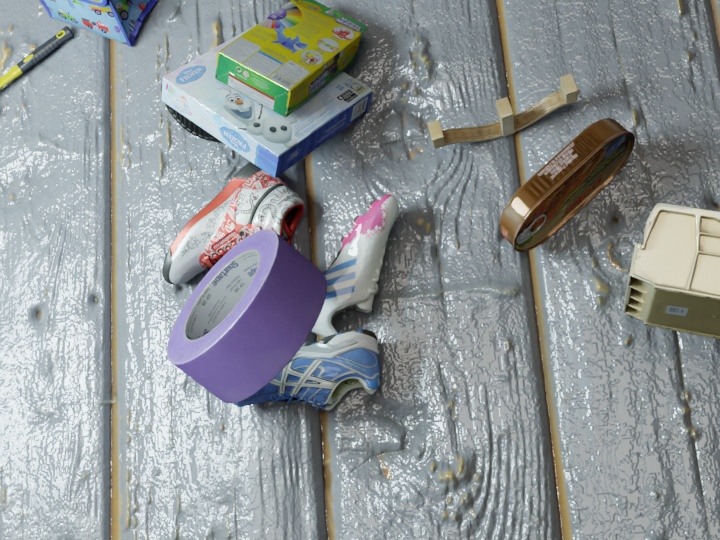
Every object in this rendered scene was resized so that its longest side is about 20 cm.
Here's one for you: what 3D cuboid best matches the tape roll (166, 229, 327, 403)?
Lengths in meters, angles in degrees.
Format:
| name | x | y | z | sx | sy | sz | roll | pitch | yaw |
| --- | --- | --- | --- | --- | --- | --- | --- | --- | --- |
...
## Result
| name | x | y | z | sx | sy | sz | roll | pitch | yaw |
| --- | --- | --- | --- | --- | --- | --- | --- | --- | --- |
| tape roll | -0.138 | 0.054 | 1.280 | 0.085 | 0.200 | 0.200 | 41 | 84 | -24 |

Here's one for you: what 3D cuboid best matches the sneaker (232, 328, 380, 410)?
| name | x | y | z | sx | sy | sz | roll | pitch | yaw |
| --- | --- | --- | --- | --- | --- | --- | --- | --- | --- |
| sneaker | -0.069 | 0.135 | 1.308 | 0.198 | 0.076 | 0.078 | -18 | 67 | 7 |

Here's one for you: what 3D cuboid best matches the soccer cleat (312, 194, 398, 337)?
| name | x | y | z | sx | sy | sz | roll | pitch | yaw |
| --- | --- | --- | --- | --- | --- | --- | --- | --- | --- |
| soccer cleat | 0.000 | 0.000 | 1.345 | 0.086 | 0.070 | 0.201 | 38 | 89 | 9 |

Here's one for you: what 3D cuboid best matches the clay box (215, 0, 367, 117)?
| name | x | y | z | sx | sy | sz | roll | pitch | yaw |
| --- | --- | --- | --- | --- | --- | --- | --- | --- | --- |
| clay box | -0.086 | -0.286 | 1.390 | 0.114 | 0.048 | 0.200 | 30 | 46 | 15 |

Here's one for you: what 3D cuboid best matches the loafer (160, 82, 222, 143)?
| name | x | y | z | sx | sy | sz | roll | pitch | yaw |
| --- | --- | --- | --- | --- | --- | --- | --- | --- | --- |
| loafer | -0.179 | -0.214 | 1.445 | 0.199 | 0.073 | 0.072 | 27 | 61 | 10 |

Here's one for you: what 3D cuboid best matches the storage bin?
| name | x | y | z | sx | sy | sz | roll | pitch | yaw |
| --- | --- | --- | --- | --- | --- | --- | --- | --- | --- |
| storage bin | 0.402 | 0.010 | 1.184 | 0.197 | 0.200 | 0.095 | 11 | 78 | 14 |

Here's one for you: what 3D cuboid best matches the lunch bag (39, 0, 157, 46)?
| name | x | y | z | sx | sy | sz | roll | pitch | yaw |
| --- | --- | --- | --- | --- | --- | --- | --- | --- | --- |
| lunch bag | -0.395 | -0.417 | 1.471 | 0.150 | 0.200 | 0.095 | 22 | 79 | 17 |

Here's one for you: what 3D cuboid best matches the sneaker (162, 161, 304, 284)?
| name | x | y | z | sx | sy | sz | roll | pitch | yaw |
| --- | --- | --- | --- | --- | --- | --- | --- | --- | --- |
| sneaker | -0.162 | -0.040 | 1.384 | 0.108 | 0.067 | 0.202 | 38 | 82 | 21 |

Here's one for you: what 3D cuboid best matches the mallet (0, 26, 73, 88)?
| name | x | y | z | sx | sy | sz | roll | pitch | yaw |
| --- | --- | --- | --- | --- | --- | --- | --- | --- | --- |
| mallet | -0.497 | -0.282 | 1.542 | 0.199 | 0.041 | 0.066 | -32 | 69 | -3 |

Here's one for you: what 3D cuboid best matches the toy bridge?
| name | x | y | z | sx | sy | sz | roll | pitch | yaw |
| --- | --- | --- | --- | --- | --- | --- | --- | --- | --- |
| toy bridge | 0.186 | -0.196 | 1.358 | 0.198 | 0.067 | 0.027 | -18 | 71 | 4 |

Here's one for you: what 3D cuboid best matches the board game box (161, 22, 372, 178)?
| name | x | y | z | sx | sy | sz | roll | pitch | yaw |
| --- | --- | --- | --- | --- | --- | --- | --- | --- | --- |
| board game box | -0.121 | -0.230 | 1.391 | 0.198 | 0.044 | 0.200 | 35 | 50 | 18 |

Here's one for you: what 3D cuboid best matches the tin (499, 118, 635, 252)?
| name | x | y | z | sx | sy | sz | roll | pitch | yaw |
| --- | --- | --- | --- | --- | --- | --- | --- | --- | --- |
| tin | 0.251 | -0.104 | 1.296 | 0.200 | 0.112 | 0.042 | -42 | 61 | -3 |
